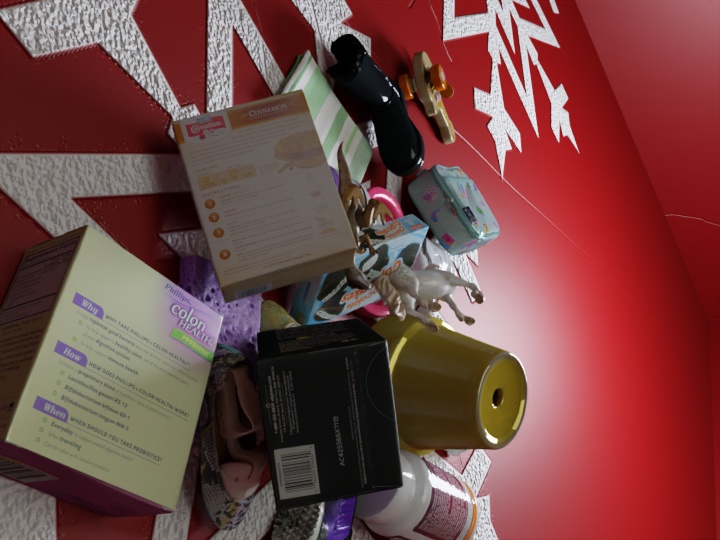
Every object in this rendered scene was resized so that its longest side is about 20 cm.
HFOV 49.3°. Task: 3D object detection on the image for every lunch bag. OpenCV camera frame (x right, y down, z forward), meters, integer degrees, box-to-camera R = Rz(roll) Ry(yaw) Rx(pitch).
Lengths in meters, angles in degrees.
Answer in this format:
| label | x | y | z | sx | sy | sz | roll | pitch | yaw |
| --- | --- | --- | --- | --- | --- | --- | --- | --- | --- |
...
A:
| label | x | y | z | sx | sy | sz | roll | pitch | yaw |
| --- | --- | --- | --- | --- | --- | --- | --- | --- | --- |
| lunch bag | 0.166 | -0.110 | 1.378 | 0.161 | 0.077 | 0.200 | 62 | 21 | 7 |

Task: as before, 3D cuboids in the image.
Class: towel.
| label | x | y | z | sx | sy | sz | roll | pitch | yaw |
| --- | --- | --- | --- | --- | --- | --- | --- | --- | --- |
| towel | -0.050 | -0.213 | 1.180 | 0.200 | 0.023 | 0.153 | 52 | 39 | -32 |

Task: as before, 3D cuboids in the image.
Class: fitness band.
| label | x | y | z | sx | sy | sz | roll | pitch | yaw |
| --- | --- | --- | --- | --- | --- | --- | --- | --- | --- |
| fitness band | 0.021 | -0.027 | 1.186 | 0.144 | 0.037 | 0.200 | 32 | 59 | -51 |

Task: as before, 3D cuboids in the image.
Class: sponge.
| label | x | y | z | sx | sy | sz | roll | pitch | yaw |
| --- | --- | --- | --- | --- | --- | --- | --- | --- | --- |
| sponge | -0.161 | 0.090 | 0.881 | 0.112 | 0.030 | 0.200 | 28 | 55 | -49 |

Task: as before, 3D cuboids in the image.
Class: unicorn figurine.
| label | x | y | z | sx | sy | sz | roll | pitch | yaw |
| --- | --- | --- | --- | --- | --- | --- | --- | --- | --- |
| unicorn figurine | 0.101 | 0.029 | 1.083 | 0.200 | 0.137 | 0.074 | 17 | 108 | -42 |

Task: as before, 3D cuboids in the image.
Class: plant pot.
| label | x | y | z | sx | sy | sz | roll | pitch | yaw |
| --- | --- | --- | --- | --- | --- | --- | --- | --- | --- |
| plant pot | 0.117 | 0.164 | 1.083 | 0.201 | 0.189 | 0.201 | -3 | 94 | -48 |

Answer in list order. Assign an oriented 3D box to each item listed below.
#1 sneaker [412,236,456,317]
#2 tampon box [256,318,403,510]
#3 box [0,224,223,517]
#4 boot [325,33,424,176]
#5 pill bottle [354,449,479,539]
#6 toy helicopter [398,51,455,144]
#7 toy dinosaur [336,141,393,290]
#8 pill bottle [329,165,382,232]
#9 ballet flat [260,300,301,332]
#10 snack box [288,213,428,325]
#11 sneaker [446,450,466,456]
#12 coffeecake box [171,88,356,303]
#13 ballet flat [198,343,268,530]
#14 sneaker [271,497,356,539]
| label | x | y | z | sx | sy | sz | roll | pitch | yaw |
| --- | --- | --- | --- | --- | --- | --- | --- | --- | --- |
| sneaker | 0.109 | 0.029 | 1.273 | 0.115 | 0.075 | 0.200 | 19 | 59 | -50 |
| tampon box | -0.040 | 0.141 | 0.833 | 0.200 | 0.126 | 0.150 | -164 | -114 | -82 |
| box | -0.236 | 0.095 | 0.704 | 0.176 | 0.097 | 0.200 | 41 | 46 | -41 |
| boot | 0.020 | -0.261 | 1.241 | 0.168 | 0.076 | 0.200 | 31 | 40 | -51 |
| pill bottle | 0.067 | 0.310 | 1.061 | 0.200 | 0.114 | 0.114 | 39 | 47 | -44 |
| toy helicopter | 0.140 | -0.328 | 1.491 | 0.132 | 0.079 | 0.200 | -85 | 154 | -43 |
| toy dinosaur | -0.015 | -0.077 | 0.937 | 0.060 | 0.106 | 0.200 | 1 | 80 | -28 |
| pill bottle | -0.055 | -0.084 | 1.037 | 0.200 | 0.111 | 0.112 | 24 | 58 | -51 |
| ballet flat | -0.073 | 0.129 | 0.966 | 0.071 | 0.071 | 0.200 | -9 | 84 | -57 |
| snack box | 0.000 | 0.000 | 1.050 | 0.200 | 0.116 | 0.037 | -21 | 53 | -43 |
| sneaker | 0.157 | 0.202 | 1.265 | 0.200 | 0.088 | 0.081 | 65 | 34 | -15 |
| coffeecake box | -0.108 | -0.085 | 0.881 | 0.073 | 0.153 | 0.200 | 107 | -35 | -73 |
| ballet flat | -0.130 | 0.175 | 0.806 | 0.072 | 0.072 | 0.201 | -14 | 100 | -58 |
| sneaker | -0.037 | 0.289 | 0.962 | 0.200 | 0.069 | 0.100 | -57 | 131 | -45 |
